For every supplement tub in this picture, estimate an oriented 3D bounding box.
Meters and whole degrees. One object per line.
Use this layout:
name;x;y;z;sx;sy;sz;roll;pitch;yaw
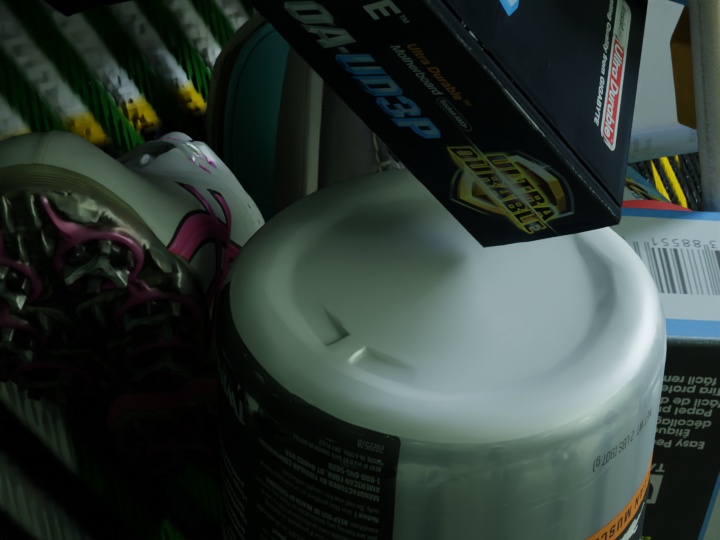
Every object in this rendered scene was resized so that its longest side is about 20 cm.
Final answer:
supplement tub;0.020;0.081;0.622;0.123;0.122;0.201;-72;167;-50

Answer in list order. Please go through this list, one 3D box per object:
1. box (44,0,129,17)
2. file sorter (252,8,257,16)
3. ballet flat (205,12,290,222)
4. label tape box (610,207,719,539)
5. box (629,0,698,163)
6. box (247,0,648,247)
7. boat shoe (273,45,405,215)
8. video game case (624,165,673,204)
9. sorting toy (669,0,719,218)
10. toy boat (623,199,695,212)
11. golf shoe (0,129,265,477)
box;-0.075;-0.170;0.592;0.200;0.132;0.115;34;50;-62
file sorter;0.047;-0.173;0.767;0.200;0.124;0.139;159;-67;-71
ballet flat;-0.017;-0.010;0.806;0.062;0.067;0.201;-120;-165;-67
label tape box;0.129;0.074;0.717;0.063;0.144;0.201;-95;-171;-47
box;0.147;-0.113;1.011;0.152;0.199;0.107;13;68;-83
box;0.024;-0.131;0.556;0.159;0.046;0.201;44;46;-42
boat shoe;0.000;0.000;0.744;0.067;0.057;0.201;-110;-159;-62
video game case;0.158;0.029;0.978;0.200;0.045;0.181;43;16;16
sorting toy;0.130;-0.129;0.650;0.186;0.036;0.200;-65;156;-20
toy boat;0.110;0.040;0.823;0.200;0.130;0.131;50;24;-31
golf shoe;-0.070;-0.004;0.637;0.200;0.072;0.092;55;27;-66
